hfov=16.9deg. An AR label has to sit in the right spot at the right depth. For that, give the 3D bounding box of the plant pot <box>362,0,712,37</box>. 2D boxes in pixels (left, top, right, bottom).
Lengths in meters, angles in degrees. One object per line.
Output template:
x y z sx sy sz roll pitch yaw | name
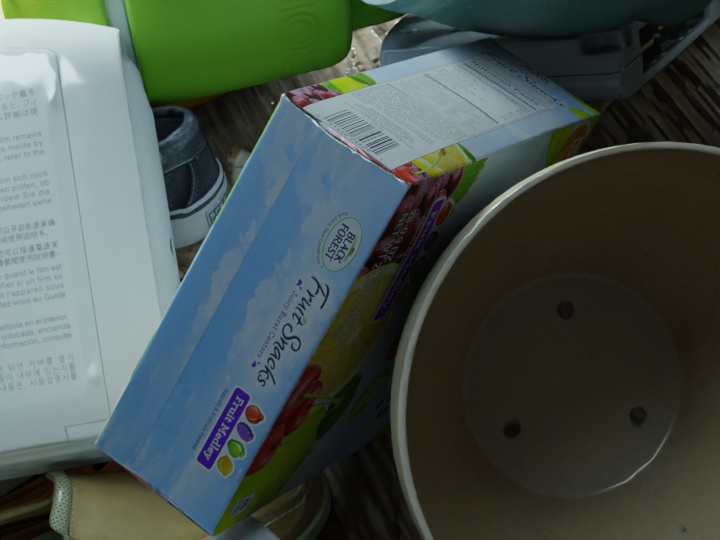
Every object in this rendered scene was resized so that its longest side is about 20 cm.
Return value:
0.099 -0.183 1.041 0.200 0.134 0.200 -51 28 40 | plant pot

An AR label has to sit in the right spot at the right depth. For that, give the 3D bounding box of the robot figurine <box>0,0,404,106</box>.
-0.078 -0.140 1.136 0.200 0.175 0.116 -13 77 -5 | robot figurine

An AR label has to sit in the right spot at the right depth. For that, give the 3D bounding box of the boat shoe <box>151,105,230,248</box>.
-0.163 -0.041 1.133 0.200 0.068 0.072 -4 42 18 | boat shoe

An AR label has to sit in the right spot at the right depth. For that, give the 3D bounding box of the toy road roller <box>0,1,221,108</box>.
-0.132 -0.115 1.261 0.146 0.123 0.200 -5 43 14 | toy road roller

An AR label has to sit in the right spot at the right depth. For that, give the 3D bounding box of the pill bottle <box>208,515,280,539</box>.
-0.099 0.185 0.927 0.200 0.112 0.112 -36 42 -15 | pill bottle

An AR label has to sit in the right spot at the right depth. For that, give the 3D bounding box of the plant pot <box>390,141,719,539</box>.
0.099 0.050 0.950 0.200 0.200 0.134 -30 8 -8 | plant pot

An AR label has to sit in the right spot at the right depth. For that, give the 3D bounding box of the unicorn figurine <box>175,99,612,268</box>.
0.012 -0.031 1.151 0.200 0.074 0.137 -42 53 -8 | unicorn figurine

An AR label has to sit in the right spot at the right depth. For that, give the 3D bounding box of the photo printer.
-0.164 -0.009 1.048 0.166 0.069 0.200 -11 77 -1 | photo printer

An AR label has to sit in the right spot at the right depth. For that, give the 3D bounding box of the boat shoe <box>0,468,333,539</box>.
-0.112 0.116 1.035 0.200 0.076 0.072 -22 41 1 | boat shoe

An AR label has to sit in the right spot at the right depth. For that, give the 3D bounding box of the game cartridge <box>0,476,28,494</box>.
-0.215 0.069 1.126 0.200 0.040 0.133 -28 45 -6 | game cartridge

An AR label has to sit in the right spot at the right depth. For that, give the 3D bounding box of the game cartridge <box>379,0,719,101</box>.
0.090 -0.116 1.170 0.133 0.040 0.200 3 19 23 | game cartridge

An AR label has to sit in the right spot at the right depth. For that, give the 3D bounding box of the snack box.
0.000 0.000 0.977 0.068 0.169 0.200 36 25 14 | snack box

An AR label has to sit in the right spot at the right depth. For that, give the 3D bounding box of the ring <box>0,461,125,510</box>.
-0.177 0.069 1.160 0.200 0.019 0.200 -12 42 11 | ring
